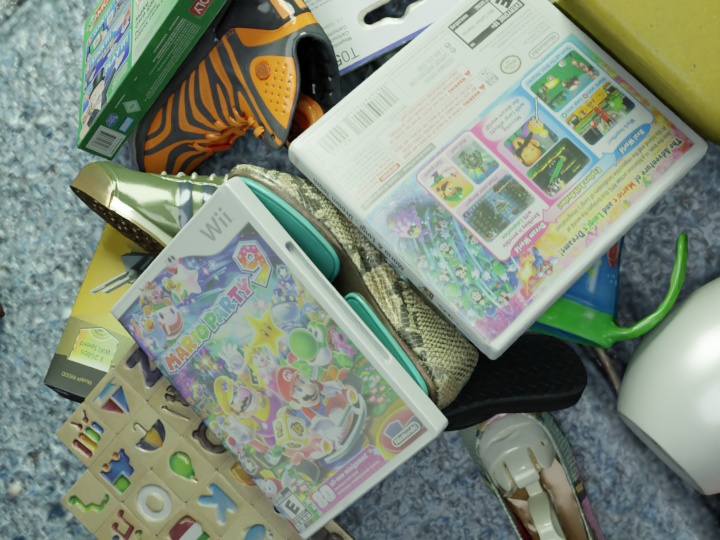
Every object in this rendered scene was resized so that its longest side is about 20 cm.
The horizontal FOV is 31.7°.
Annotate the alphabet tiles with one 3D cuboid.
[{"bbox_3d":[-0.107,0.147,0.863,0.200,0.006,0.167,43,103,4],"label":"alphabet tiles"}]

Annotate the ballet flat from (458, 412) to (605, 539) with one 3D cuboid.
[{"bbox_3d":[0.127,0.162,0.897,0.069,0.071,0.201,-27,89,11],"label":"ballet flat"}]

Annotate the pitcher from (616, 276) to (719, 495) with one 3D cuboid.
[{"bbox_3d":[0.285,0.066,0.849,0.200,0.121,0.172,-46,102,-1],"label":"pitcher"}]

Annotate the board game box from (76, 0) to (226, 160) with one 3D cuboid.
[{"bbox_3d":[-0.132,-0.188,0.852,0.029,0.135,0.200,22,132,-29],"label":"board game box"}]

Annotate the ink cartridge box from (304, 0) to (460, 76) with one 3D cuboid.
[{"bbox_3d":[-0.004,-0.252,0.894,0.195,0.043,0.201,-24,93,12],"label":"ink cartridge box"}]

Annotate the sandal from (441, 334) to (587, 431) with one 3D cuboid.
[{"bbox_3d":[0.062,0.084,0.876,0.199,0.076,0.048,2,134,-19],"label":"sandal"}]

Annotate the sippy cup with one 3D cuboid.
[{"bbox_3d":[0.123,-0.028,0.860,0.177,0.140,0.131,19,87,-15],"label":"sippy cup"}]

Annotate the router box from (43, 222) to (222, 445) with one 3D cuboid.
[{"bbox_3d":[-0.104,0.042,0.909,0.198,0.052,0.158,16,75,9],"label":"router box"}]

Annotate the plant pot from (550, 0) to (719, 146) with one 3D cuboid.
[{"bbox_3d":[0.259,-0.165,0.793,0.194,0.196,0.200,-43,93,10],"label":"plant pot"}]

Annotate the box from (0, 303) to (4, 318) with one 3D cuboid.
[{"bbox_3d":[-0.394,-0.024,0.922,0.163,0.166,0.202,-20,91,10],"label":"box"}]

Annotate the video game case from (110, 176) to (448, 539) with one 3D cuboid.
[{"bbox_3d":[-0.056,0.060,0.805,0.200,0.018,0.143,49,124,3],"label":"video game case"}]

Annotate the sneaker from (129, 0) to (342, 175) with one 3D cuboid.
[{"bbox_3d":[-0.086,-0.104,0.872,0.112,0.077,0.200,48,132,15],"label":"sneaker"}]

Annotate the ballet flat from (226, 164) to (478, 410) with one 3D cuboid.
[{"bbox_3d":[0.000,0.000,0.810,0.200,0.068,0.075,48,56,4],"label":"ballet flat"}]

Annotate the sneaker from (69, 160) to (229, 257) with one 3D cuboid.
[{"bbox_3d":[-0.093,-0.035,0.869,0.199,0.067,0.090,33,77,6],"label":"sneaker"}]

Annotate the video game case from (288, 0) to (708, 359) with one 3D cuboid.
[{"bbox_3d":[0.087,-0.074,0.794,0.200,0.024,0.182,-42,77,-17],"label":"video game case"}]
